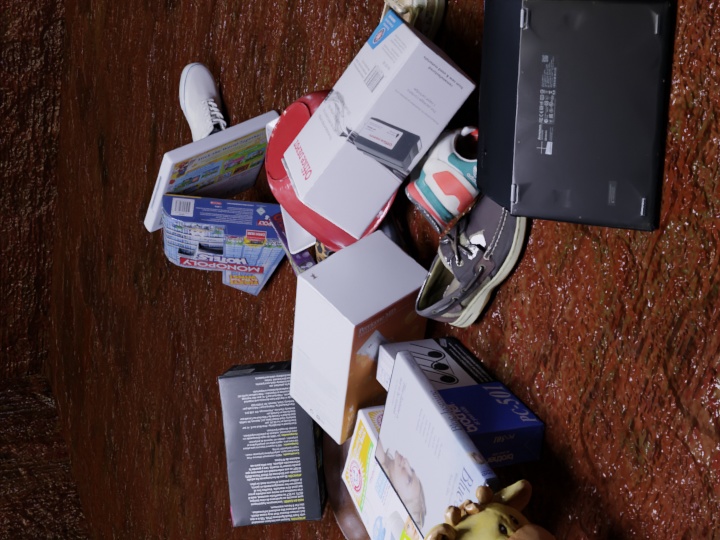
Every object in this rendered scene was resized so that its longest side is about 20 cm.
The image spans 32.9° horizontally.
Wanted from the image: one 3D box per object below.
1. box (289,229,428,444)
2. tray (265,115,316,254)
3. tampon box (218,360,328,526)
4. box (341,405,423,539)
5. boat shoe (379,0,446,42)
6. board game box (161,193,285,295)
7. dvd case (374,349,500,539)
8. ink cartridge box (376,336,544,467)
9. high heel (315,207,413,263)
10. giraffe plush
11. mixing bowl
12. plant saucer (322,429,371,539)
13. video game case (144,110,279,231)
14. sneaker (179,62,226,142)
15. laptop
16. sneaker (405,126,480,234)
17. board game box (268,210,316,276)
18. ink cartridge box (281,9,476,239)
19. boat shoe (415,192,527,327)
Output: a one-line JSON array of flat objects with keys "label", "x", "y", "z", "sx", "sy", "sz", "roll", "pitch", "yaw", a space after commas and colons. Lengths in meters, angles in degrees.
[{"label": "box", "x": -0.001, "y": 0.077, "z": 1.386, "sx": 0.097, "sy": 0.124, "sz": 0.202, "roll": 40, "pitch": 143, "yaw": 30}, {"label": "tray", "x": -0.063, "y": -0.128, "z": 1.617, "sx": 0.106, "sy": 0.022, "sz": 0.203, "roll": -24, "pitch": 64, "yaw": 24}, {"label": "tampon box", "x": -0.116, "y": 0.232, "z": 1.676, "sx": 0.150, "sy": 0.124, "sz": 0.204, "roll": -19, "pitch": -75, "yaw": -88}, {"label": "box", "x": 0.067, "y": 0.254, "z": 1.350, "sx": 0.201, "sy": 0.100, "sz": 0.114, "roll": -120, "pitch": 34, "yaw": -44}, {"label": "boat shoe", "x": 0.047, "y": -0.272, "z": 1.342, "sx": 0.073, "sy": 0.062, "sz": 0.203, "roll": -133, "pitch": 44, "yaw": -55}, {"label": "board game box", "x": -0.202, "y": -0.033, "z": 1.844, "sx": 0.201, "sy": 0.196, "sz": 0.063, "roll": 103, "pitch": 171, "yaw": -63}, {"label": "dvd case", "x": 0.070, "y": 0.195, "z": 1.202, "sx": 0.201, "sy": 0.017, "sz": 0.145, "roll": -126, "pitch": 39, "yaw": -48}, {"label": "ink cartridge box", "x": 0.099, "y": 0.134, "z": 1.265, "sx": 0.200, "sy": 0.093, "sz": 0.045, "roll": -135, "pitch": 45, "yaw": -56}, {"label": "high heel", "x": 0.000, "y": 0.000, "z": 1.497, "sx": 0.200, "sy": 0.070, "sz": 0.145, "roll": -51, "pitch": 50, "yaw": 54}, {"label": "giraffe plush", "x": 0.128, "y": 0.277, "z": 1.068, "sx": 0.172, "sy": 0.197, "sz": 0.165, "roll": -39, "pitch": -52, "yaw": -65}, {"label": "mixing bowl", "x": -0.043, "y": -0.135, "z": 1.440, "sx": 0.199, "sy": 0.107, "sz": 0.203, "roll": -31, "pitch": 50, "yaw": 45}, {"label": "plant saucer", "x": 0.002, "y": 0.258, "z": 1.585, "sx": 0.200, "sy": 0.034, "sz": 0.204, "roll": 176, "pitch": 90, "yaw": -67}, {"label": "video game case", "x": -0.223, "y": -0.149, "z": 1.827, "sx": 0.023, "sy": 0.198, "sz": 0.183, "roll": 53, "pitch": 146, "yaw": 16}, {"label": "sneaker", "x": -0.250, "y": -0.248, "z": 2.038, "sx": 0.070, "sy": 0.072, "sz": 0.203, "roll": 1, "pitch": 104, "yaw": 57}, {"label": "laptop", "x": 0.179, "y": -0.147, "z": 1.074, "sx": 0.197, "sy": 0.116, "sz": 0.191, "roll": 8, "pitch": 106, "yaw": 24}, {"label": "sneaker", "x": 0.093, "y": -0.116, "z": 1.274, "sx": 0.093, "sy": 0.070, "sz": 0.201, "roll": -38, "pitch": 22, "yaw": 15}, {"label": "board game box", "x": -0.062, "y": 0.019, "z": 1.629, "sx": 0.201, "sy": 0.032, "sz": 0.121, "roll": -123, "pitch": 11, "yaw": -47}, {"label": "ink cartridge box", "x": 0.014, "y": -0.154, "z": 1.271, "sx": 0.201, "sy": 0.084, "sz": 0.145, "roll": -52, "pitch": 22, "yaw": 12}, {"label": "boat shoe", "x": 0.111, "y": -0.013, "z": 1.242, "sx": 0.202, "sy": 0.064, "sz": 0.074, "roll": 110, "pitch": 149, "yaw": -41}]
